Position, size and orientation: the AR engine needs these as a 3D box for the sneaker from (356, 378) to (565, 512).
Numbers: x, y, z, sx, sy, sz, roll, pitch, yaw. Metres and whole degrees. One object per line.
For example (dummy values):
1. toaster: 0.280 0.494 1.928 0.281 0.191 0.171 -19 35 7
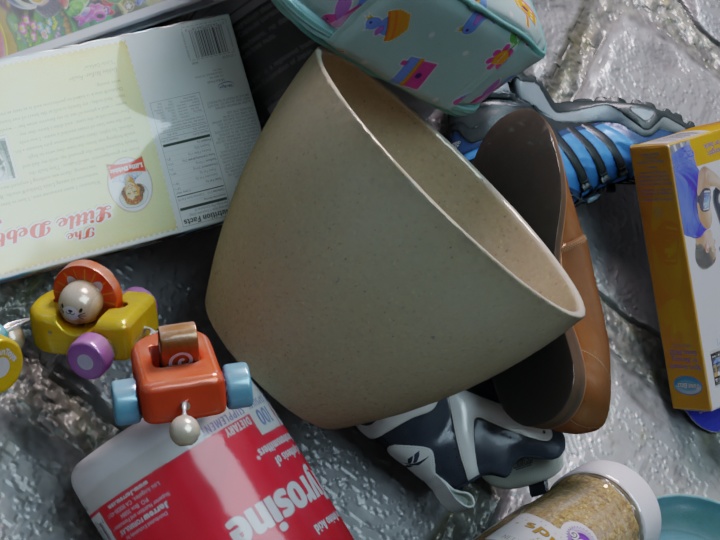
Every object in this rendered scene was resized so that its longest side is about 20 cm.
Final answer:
1. sneaker: 0.086 0.067 1.232 0.130 0.079 0.199 54 46 -6

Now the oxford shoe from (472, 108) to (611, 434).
1. oxford shoe: 0.107 0.003 1.195 0.071 0.071 0.201 22 56 -48

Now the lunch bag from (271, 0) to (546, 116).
1. lunch bag: 0.011 -0.179 1.138 0.200 0.077 0.161 23 35 -49

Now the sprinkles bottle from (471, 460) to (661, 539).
1. sprinkles bottle: 0.098 0.165 1.135 0.200 0.068 0.068 -22 80 -56

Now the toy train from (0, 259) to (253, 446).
1. toy train: -0.158 0.038 1.025 0.199 0.056 0.150 -6 25 -5

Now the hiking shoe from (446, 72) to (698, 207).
1. hiking shoe: 0.140 -0.070 1.347 0.199 0.074 0.087 10 75 -22

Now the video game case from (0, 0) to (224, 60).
1. video game case: -0.150 -0.203 1.175 0.199 0.018 0.144 -19 75 -1

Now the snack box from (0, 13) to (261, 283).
1. snack box: -0.150 -0.066 1.132 0.199 0.037 0.117 -15 90 -28

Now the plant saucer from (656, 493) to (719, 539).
1. plant saucer: 0.210 0.237 1.259 0.200 0.027 0.201 14 61 -27

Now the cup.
1. cup: 0.000 0.000 1.097 0.200 0.143 0.200 43 12 -12

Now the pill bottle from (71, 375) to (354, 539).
1. pill bottle: -0.055 0.162 1.068 0.112 0.112 0.200 -29 85 -39

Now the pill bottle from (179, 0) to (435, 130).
1. pill bottle: -0.048 -0.158 1.230 0.114 0.114 0.200 -24 81 -39

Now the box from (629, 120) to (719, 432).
1. box: 0.246 0.003 1.348 0.119 0.041 0.201 -17 99 -36
